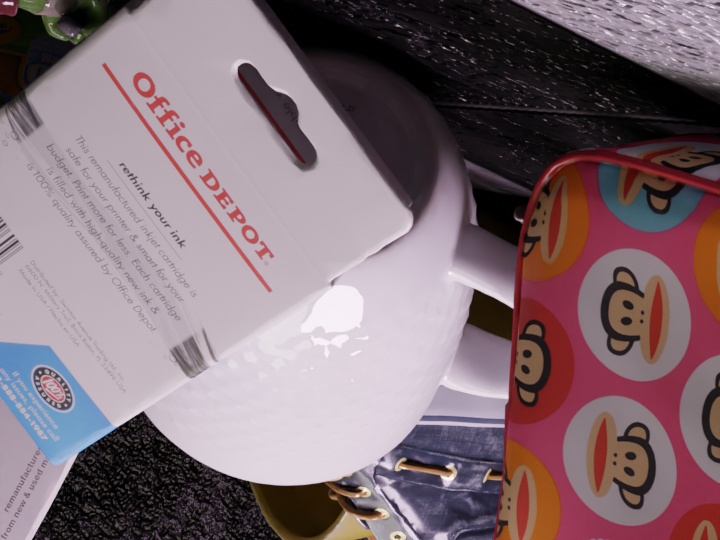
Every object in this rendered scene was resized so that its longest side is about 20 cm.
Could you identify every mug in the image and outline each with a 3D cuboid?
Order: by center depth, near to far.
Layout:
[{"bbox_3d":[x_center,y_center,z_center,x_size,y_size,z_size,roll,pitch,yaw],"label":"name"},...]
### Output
[{"bbox_3d":[0.000,0.000,1.012,0.199,0.148,0.176,22,157,2],"label":"mug"}]

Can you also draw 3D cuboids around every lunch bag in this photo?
[{"bbox_3d":[0.129,0.063,0.807,0.082,0.202,0.176,-9,-160,-43],"label":"lunch bag"}]

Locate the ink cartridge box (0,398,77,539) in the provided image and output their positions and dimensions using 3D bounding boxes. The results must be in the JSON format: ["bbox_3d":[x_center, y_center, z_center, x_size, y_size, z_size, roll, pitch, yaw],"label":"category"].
[{"bbox_3d":[-0.230,0.055,1.127,0.199,0.083,0.146,30,167,-8],"label":"ink cartridge box"}]

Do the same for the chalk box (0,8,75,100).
[{"bbox_3d":[-0.168,-0.048,1.239,0.124,0.201,0.124,19,143,6],"label":"chalk box"}]

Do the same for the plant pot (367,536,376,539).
[{"bbox_3d":[0.097,0.097,1.621,0.199,0.202,0.140,19,-169,32],"label":"plant pot"}]

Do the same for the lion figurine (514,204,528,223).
[{"bbox_3d":[0.158,0.021,1.046,0.122,0.073,0.200,7,163,40],"label":"lion figurine"}]

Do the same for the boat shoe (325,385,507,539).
[{"bbox_3d":[0.000,0.084,1.150,0.199,0.092,0.071,5,-164,-27],"label":"boat shoe"}]

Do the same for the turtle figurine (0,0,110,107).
[{"bbox_3d":[-0.165,-0.058,1.060,0.143,0.195,0.200,-14,150,-16],"label":"turtle figurine"}]

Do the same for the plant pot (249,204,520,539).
[{"bbox_3d":[0.033,0.041,1.307,0.141,0.202,0.200,2,-176,-24],"label":"plant pot"}]

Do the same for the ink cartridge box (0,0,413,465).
[{"bbox_3d":[-0.066,-0.029,0.878,0.200,0.068,0.116,-32,98,38],"label":"ink cartridge box"}]
